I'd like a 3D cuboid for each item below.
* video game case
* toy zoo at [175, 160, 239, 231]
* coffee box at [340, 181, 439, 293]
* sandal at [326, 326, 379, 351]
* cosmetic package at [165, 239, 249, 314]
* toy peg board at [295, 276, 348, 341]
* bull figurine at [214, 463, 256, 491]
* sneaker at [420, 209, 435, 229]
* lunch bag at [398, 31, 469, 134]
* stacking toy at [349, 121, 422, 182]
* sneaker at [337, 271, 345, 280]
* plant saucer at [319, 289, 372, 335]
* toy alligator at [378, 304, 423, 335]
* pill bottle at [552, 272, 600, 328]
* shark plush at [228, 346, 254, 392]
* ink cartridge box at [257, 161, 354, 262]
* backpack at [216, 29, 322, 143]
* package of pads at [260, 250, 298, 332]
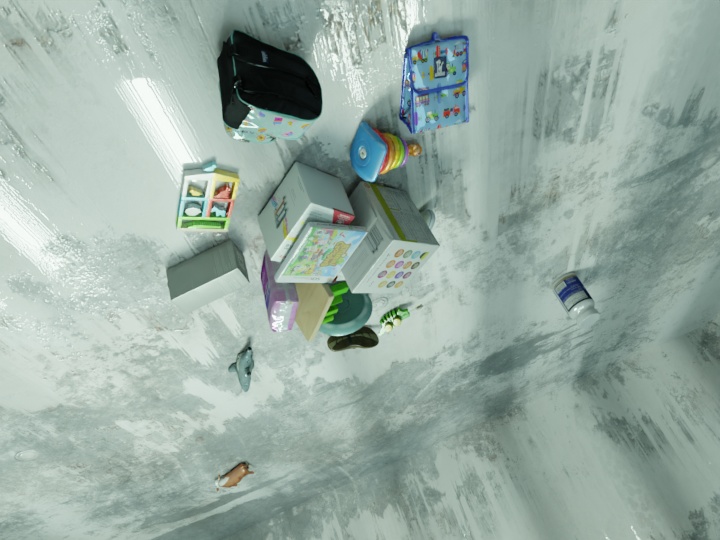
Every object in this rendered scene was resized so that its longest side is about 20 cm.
[{"bbox_3d":[-0.098,-0.039,1.393,0.178,0.022,0.201,1,139,-41],"label":"video game case"},{"bbox_3d":[-0.361,-0.172,1.324,0.127,0.021,0.202,-1,138,-29],"label":"toy zoo"},{"bbox_3d":[0.056,-0.082,1.507,0.194,0.203,0.201,3,138,-45],"label":"coffee box"},{"bbox_3d":[-0.029,0.254,2.004,0.194,0.084,0.055,-11,160,-20],"label":"sandal"},{"bbox_3d":[-0.400,0.017,1.465,0.195,0.109,0.091,-25,145,4],"label":"cosmetic package"},{"bbox_3d":[-0.133,0.054,1.605,0.096,0.201,0.202,-15,147,-38],"label":"toy peg board"},{"bbox_3d":[-0.574,0.947,2.562,0.198,0.066,0.121,-35,147,18],"label":"bull figurine"},{"bbox_3d":[0.137,-0.106,1.649,0.070,0.074,0.200,16,129,-46],"label":"sneaker"},{"bbox_3d":[0.168,-0.434,1.266,0.146,0.095,0.205,-14,131,-11],"label":"lunch bag"},{"bbox_3d":[0.078,-0.293,1.378,0.196,0.117,0.112,-13,141,-38],"label":"stacking toy"},{"bbox_3d":[0.000,0.000,1.692,0.194,0.089,0.076,-14,146,-13],"label":"sneaker"},{"bbox_3d":[-0.060,0.112,1.707,0.194,0.202,0.028,-18,132,-8],"label":"plant saucer"},{"bbox_3d":[0.132,0.160,2.001,0.198,0.060,0.055,-36,102,16],"label":"toy alligator"},{"bbox_3d":[0.865,0.122,2.247,0.112,0.204,0.117,-15,145,-11],"label":"pill bottle"},{"bbox_3d":[-0.373,0.320,1.877,0.088,0.085,0.202,4,135,-33],"label":"shark plush"},{"bbox_3d":[-0.139,-0.131,1.396,0.142,0.147,0.201,11,133,-41],"label":"ink cartridge box"},{"bbox_3d":[-0.177,-0.341,1.092,0.194,0.181,0.153,0,156,-31],"label":"backpack"},{"bbox_3d":[-0.223,0.051,1.529,0.073,0.204,0.122,1,136,-22],"label":"package of pads"}]
